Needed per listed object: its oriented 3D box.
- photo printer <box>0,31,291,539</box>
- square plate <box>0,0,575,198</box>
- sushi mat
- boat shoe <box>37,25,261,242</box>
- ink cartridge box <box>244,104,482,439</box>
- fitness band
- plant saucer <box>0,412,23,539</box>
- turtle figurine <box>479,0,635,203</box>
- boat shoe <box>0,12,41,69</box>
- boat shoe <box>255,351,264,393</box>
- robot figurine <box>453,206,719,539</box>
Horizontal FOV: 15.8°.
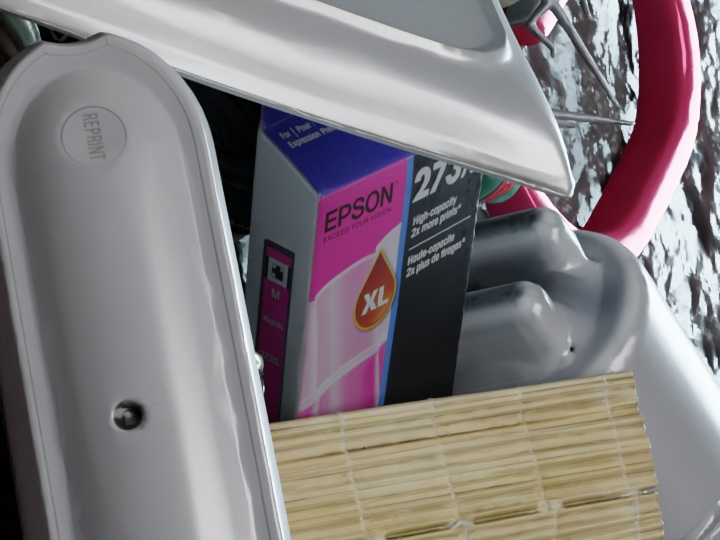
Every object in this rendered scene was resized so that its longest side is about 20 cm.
[{"bbox_3d":[-0.065,0.039,0.723,0.166,0.069,0.201,115,-36,-75],"label":"photo printer"},{"bbox_3d":[-0.034,-0.108,0.825,0.197,0.029,0.200,18,27,-20],"label":"square plate"},{"bbox_3d":[0.032,0.093,0.932,0.199,0.012,0.096,-6,85,-37],"label":"sushi mat"},{"bbox_3d":[-0.073,-0.082,0.896,0.200,0.066,0.075,55,42,-35],"label":"boat shoe"},{"bbox_3d":[0.000,0.000,0.926,0.095,0.037,0.201,-27,132,-42],"label":"ink cartridge box"},{"bbox_3d":[0.105,-0.085,1.200,0.200,0.037,0.144,-57,132,-44],"label":"fitness band"},{"bbox_3d":[-0.134,0.109,0.790,0.200,0.034,0.202,17,69,-53],"label":"plant saucer"},{"bbox_3d":[0.023,-0.084,1.010,0.200,0.101,0.150,39,24,-27],"label":"turtle figurine"},{"bbox_3d":[-0.167,-0.092,0.766,0.072,0.076,0.200,-55,146,-3],"label":"boat shoe"},{"bbox_3d":[-0.064,0.037,0.839,0.072,0.066,0.202,39,33,-68],"label":"boat shoe"},{"bbox_3d":[0.092,0.063,1.069,0.200,0.112,0.170,54,41,-35],"label":"robot figurine"}]
